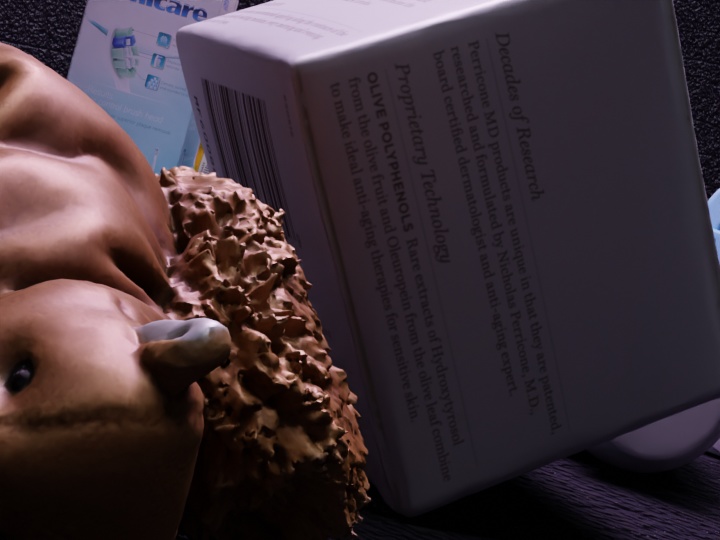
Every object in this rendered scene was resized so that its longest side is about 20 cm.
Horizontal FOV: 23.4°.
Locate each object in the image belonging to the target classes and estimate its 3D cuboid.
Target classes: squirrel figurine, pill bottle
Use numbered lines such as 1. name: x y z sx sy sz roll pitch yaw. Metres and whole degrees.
1. squirrel figurine: -0.075 0.022 0.515 0.198 0.143 0.186 11 14 -33
2. pill bottle: 0.164 0.056 1.039 0.108 0.111 0.200 17 5 1

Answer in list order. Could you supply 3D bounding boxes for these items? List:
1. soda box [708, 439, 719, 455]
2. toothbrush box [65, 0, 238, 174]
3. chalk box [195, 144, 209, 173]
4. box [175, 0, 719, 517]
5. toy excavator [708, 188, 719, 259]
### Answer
1. soda box: 0.258 0.085 1.267 0.063 0.069 0.200 19 6 19
2. toothbrush box: -0.144 -0.095 1.117 0.084 0.202 0.146 17 6 -2
3. chalk box: -0.075 -0.058 1.382 0.123 0.126 0.199 22 6 40
4. box: 0.037 -0.031 0.791 0.170 0.202 0.199 -19 17 -16
5. toy excavator: 0.317 -0.037 1.239 0.193 0.202 0.099 22 8 42
